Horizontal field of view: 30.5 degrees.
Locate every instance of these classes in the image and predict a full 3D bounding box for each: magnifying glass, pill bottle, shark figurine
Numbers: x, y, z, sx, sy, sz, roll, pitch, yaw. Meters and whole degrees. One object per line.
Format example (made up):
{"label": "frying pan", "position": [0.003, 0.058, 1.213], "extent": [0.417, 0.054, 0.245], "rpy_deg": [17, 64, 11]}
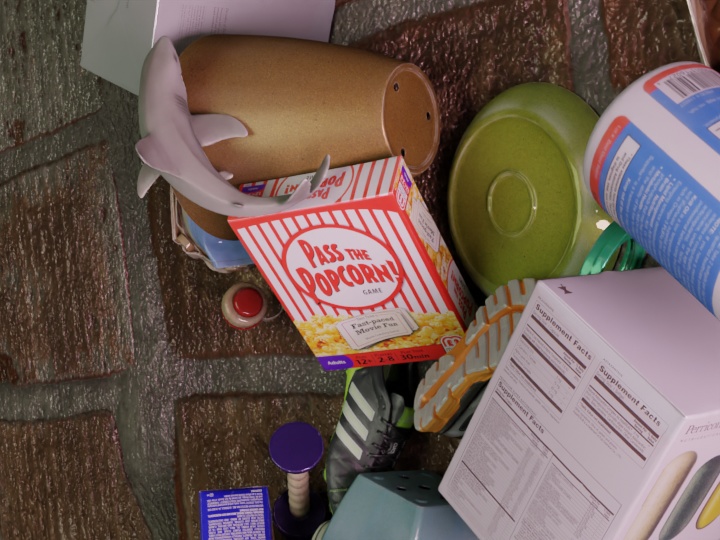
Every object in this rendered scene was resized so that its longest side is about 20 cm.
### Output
{"label": "magnifying glass", "position": [0.179, 0.047, 1.027], "extent": [0.022, 0.080, 0.201], "rpy_deg": [29, 128, 29]}
{"label": "pill bottle", "position": [0.232, -0.028, 0.780], "extent": [0.200, 0.112, 0.112], "rpy_deg": [52, 131, 39]}
{"label": "shark figurine", "position": [-0.132, -0.085, 1.054], "extent": [0.214, 0.089, 0.128], "rpy_deg": [39, 105, 24]}

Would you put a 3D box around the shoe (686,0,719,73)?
{"label": "shoe", "position": [0.258, -0.153, 0.912], "extent": [0.070, 0.053, 0.201], "rpy_deg": [-25, 74, 50]}

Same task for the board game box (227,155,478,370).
{"label": "board game box", "position": [0.000, 0.000, 1.119], "extent": [0.151, 0.200, 0.046], "rpy_deg": [-9, 44, 25]}

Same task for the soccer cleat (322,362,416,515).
{"label": "soccer cleat", "position": [0.016, 0.150, 1.220], "extent": [0.081, 0.067, 0.201], "rpy_deg": [-1, 79, 46]}

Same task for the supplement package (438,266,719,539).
{"label": "supplement package", "position": [0.186, 0.123, 0.953], "extent": [0.151, 0.151, 0.200], "rpy_deg": [47, 128, 37]}

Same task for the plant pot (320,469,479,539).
{"label": "plant pot", "position": [0.038, 0.287, 1.176], "extent": [0.141, 0.141, 0.201], "rpy_deg": [18, 100, 49]}

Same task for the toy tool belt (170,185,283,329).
{"label": "toy tool belt", "position": [-0.126, -0.045, 1.339], "extent": [0.123, 0.124, 0.201], "rpy_deg": [146, 114, -71]}

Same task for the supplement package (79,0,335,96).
{"label": "supplement package", "position": [-0.146, -0.274, 1.291], "extent": [0.147, 0.199, 0.192], "rpy_deg": [30, 116, 46]}

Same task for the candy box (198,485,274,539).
{"label": "candy box", "position": [-0.116, 0.344, 1.322], "extent": [0.169, 0.077, 0.201], "rpy_deg": [90, 175, -54]}

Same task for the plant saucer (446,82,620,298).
{"label": "plant saucer", "position": [0.134, -0.056, 1.097], "extent": [0.200, 0.031, 0.201], "rpy_deg": [8, 100, 50]}

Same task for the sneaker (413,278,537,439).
{"label": "sneaker", "position": [0.122, 0.077, 1.091], "extent": [0.200, 0.077, 0.078], "rpy_deg": [-48, 25, 44]}

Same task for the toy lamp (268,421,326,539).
{"label": "toy lamp", "position": [-0.062, 0.217, 1.297], "extent": [0.058, 0.058, 0.200], "rpy_deg": [59, 164, 29]}

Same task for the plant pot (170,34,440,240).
{"label": "plant pot", "position": [-0.040, -0.122, 1.143], "extent": [0.199, 0.186, 0.187], "rpy_deg": [-1, 93, 35]}

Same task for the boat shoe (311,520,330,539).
{"label": "boat shoe", "position": [-0.042, 0.342, 1.329], "extent": [0.062, 0.074, 0.201], "rpy_deg": [19, 114, 43]}

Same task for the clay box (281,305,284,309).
{"label": "clay box", "position": [-0.017, -0.039, 1.275], "extent": [0.115, 0.047, 0.201], "rpy_deg": [29, 116, 45]}
